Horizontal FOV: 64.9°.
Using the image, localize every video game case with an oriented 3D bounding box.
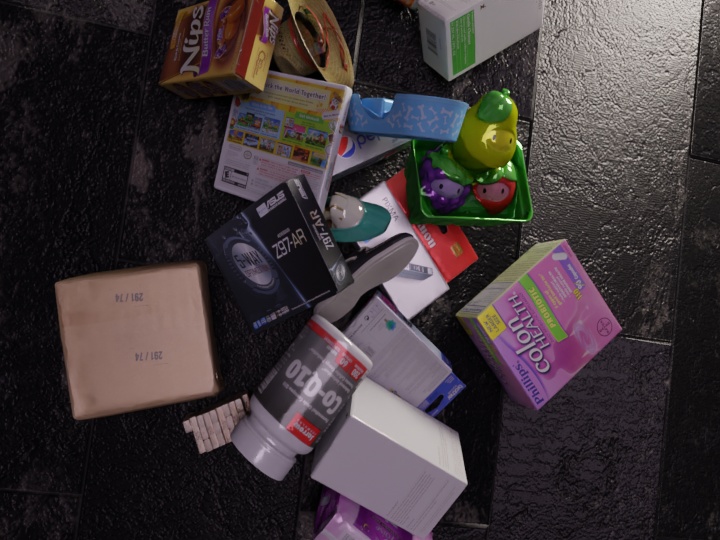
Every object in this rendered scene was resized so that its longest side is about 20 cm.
[{"bbox_3d":[-0.117,-0.186,0.819,0.195,0.023,0.189,19,99,27],"label":"video game case"}]

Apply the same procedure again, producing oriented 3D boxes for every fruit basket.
[{"bbox_3d":[0.173,-0.155,0.843,0.207,0.216,0.162,-3,75,-11],"label":"fruit basket"}]

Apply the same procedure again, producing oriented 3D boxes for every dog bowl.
[{"bbox_3d":[0.058,-0.209,0.781,0.109,0.197,0.052,-4,106,-41],"label":"dog bowl"}]

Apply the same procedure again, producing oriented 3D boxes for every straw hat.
[{"bbox_3d":[-0.089,-0.335,0.850,0.083,0.200,0.208,-19,92,22],"label":"straw hat"}]

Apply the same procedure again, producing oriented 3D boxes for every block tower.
[{"bbox_3d":[-0.161,0.209,0.851,0.194,0.054,0.060,-19,91,-11],"label":"block tower"}]

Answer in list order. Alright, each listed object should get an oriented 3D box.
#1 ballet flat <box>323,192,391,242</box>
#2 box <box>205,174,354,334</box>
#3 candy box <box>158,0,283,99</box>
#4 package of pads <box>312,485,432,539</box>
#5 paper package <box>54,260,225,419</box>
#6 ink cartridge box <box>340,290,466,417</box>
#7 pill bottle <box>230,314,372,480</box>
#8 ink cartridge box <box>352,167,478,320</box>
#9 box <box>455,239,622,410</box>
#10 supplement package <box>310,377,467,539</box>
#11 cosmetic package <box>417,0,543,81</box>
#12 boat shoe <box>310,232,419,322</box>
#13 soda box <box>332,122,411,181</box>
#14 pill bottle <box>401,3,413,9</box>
[{"bbox_3d":[-0.052,-0.083,0.839,0.192,0.071,0.070,1,64,13],"label":"ballet flat"},{"bbox_3d":[-0.119,-0.016,0.807,0.043,0.196,0.164,-30,94,-52],"label":"box"},{"bbox_3d":[-0.201,-0.312,0.796,0.056,0.196,0.121,18,84,-47],"label":"candy box"},{"bbox_3d":[0.023,0.398,0.844,0.199,0.121,0.076,41,108,-8],"label":"package of pads"},{"bbox_3d":[-0.304,0.093,0.803,0.192,0.103,0.199,-9,88,-11],"label":"paper package"},{"bbox_3d":[0.058,0.145,0.887,0.200,0.042,0.120,44,103,-4],"label":"ink cartridge box"},{"bbox_3d":[-0.082,0.175,0.784,0.113,0.114,0.202,39,81,-7],"label":"pill bottle"},{"bbox_3d":[0.083,-0.053,0.915,0.174,0.045,0.203,-35,95,-9],"label":"ink cartridge box"},{"bbox_3d":[0.288,0.084,0.924,0.198,0.097,0.178,-37,95,-10],"label":"box"},{"bbox_3d":[0.041,0.270,0.839,0.196,0.120,0.123,32,109,-9],"label":"supplement package"},{"bbox_3d":[0.194,-0.410,0.907,0.196,0.109,0.085,-32,52,-9],"label":"cosmetic package"},{"bbox_3d":[0.000,0.000,0.856,0.199,0.073,0.061,-40,54,19],"label":"boat shoe"},{"bbox_3d":[0.001,-0.199,0.891,0.195,0.068,0.065,-26,92,-11],"label":"soda box"},{"bbox_3d":[0.025,-0.505,0.885,0.194,0.113,0.117,21,84,-9],"label":"pill bottle"}]
